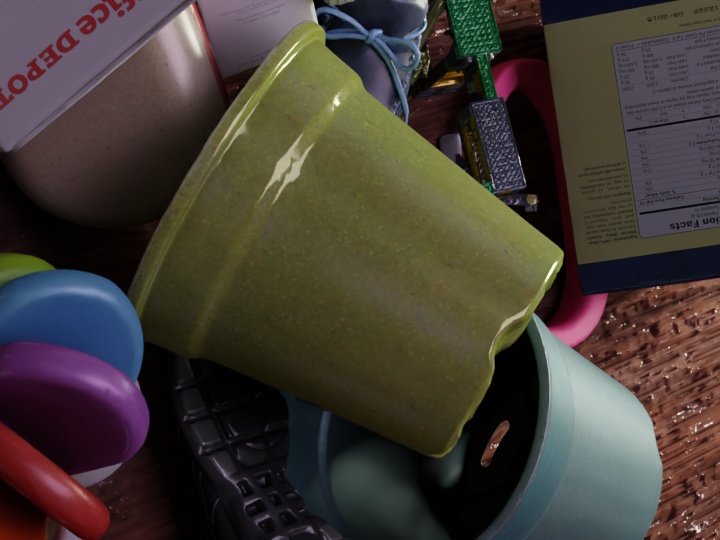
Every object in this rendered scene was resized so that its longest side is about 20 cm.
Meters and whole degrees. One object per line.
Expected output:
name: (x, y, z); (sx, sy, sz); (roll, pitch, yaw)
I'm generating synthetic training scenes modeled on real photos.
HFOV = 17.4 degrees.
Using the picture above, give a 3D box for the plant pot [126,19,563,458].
plant pot: (0.000, 0.000, 1.254); (0.184, 0.201, 0.201); (32, 52, 5)

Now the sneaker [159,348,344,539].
sneaker: (-0.072, 0.128, 1.331); (0.075, 0.079, 0.201); (-13, 73, -41)

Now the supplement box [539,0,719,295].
supplement box: (0.224, -0.095, 1.603); (0.200, 0.134, 0.201); (-9, 91, -69)

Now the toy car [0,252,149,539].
toy car: (-0.174, 0.079, 1.161); (0.175, 0.150, 0.201); (42, 55, -36)

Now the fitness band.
fitness band: (0.116, -0.043, 1.590); (0.143, 0.037, 0.201); (-7, 91, -49)

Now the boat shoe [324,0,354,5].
boat shoe: (-0.018, -0.221, 1.348); (0.074, 0.067, 0.200); (76, -8, -48)

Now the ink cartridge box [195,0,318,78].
ink cartridge box: (-0.080, -0.213, 1.271); (0.200, 0.067, 0.117); (78, -9, -58)

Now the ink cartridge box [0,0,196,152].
ink cartridge box: (-0.176, -0.180, 1.149); (0.200, 0.144, 0.084); (51, 15, -5)

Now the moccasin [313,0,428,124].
moccasin: (0.001, -0.154, 1.367); (0.080, 0.068, 0.201); (10, 76, -14)

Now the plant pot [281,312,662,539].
plant pot: (0.075, 0.109, 1.418); (0.196, 0.200, 0.201); (27, 65, -51)

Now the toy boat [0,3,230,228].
toy boat: (-0.141, -0.125, 1.272); (0.131, 0.130, 0.201); (-62, 134, -71)

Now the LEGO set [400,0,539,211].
LEGO set: (0.019, -0.098, 1.460); (0.153, 0.116, 0.201); (-19, 84, -19)
